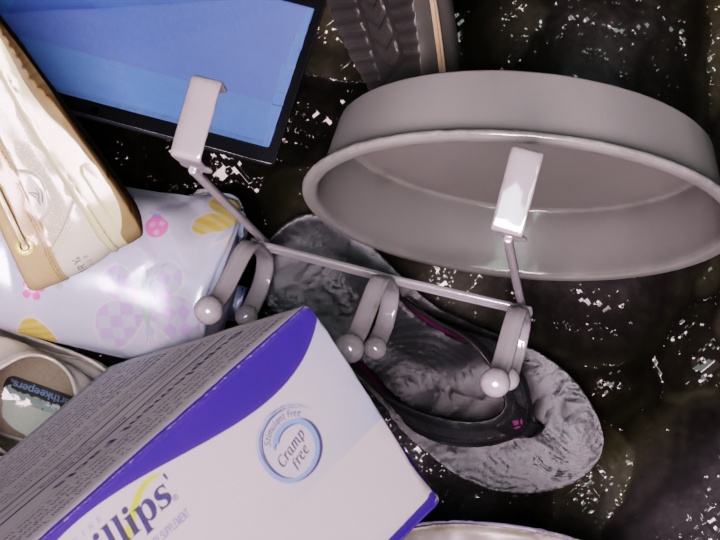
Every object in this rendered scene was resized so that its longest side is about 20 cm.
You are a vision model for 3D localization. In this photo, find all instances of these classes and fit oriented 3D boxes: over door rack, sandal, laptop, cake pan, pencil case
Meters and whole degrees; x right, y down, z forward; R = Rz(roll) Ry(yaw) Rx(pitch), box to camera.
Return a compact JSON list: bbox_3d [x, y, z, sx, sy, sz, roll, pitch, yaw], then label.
[{"bbox_3d":[0.000,0.000,0.760,0.147,0.200,0.067,13,70,10],"label":"over door rack"},{"bbox_3d":[0.032,0.048,0.872,0.200,0.048,0.076,34,96,-1],"label":"sandal"},{"bbox_3d":[-0.096,-0.176,0.824,0.176,0.103,0.202,15,107,0],"label":"laptop"},{"bbox_3d":[0.074,-0.041,0.797,0.198,0.200,0.037,6,74,2],"label":"cake pan"},{"bbox_3d":[-0.155,-0.012,0.858,0.198,0.083,0.092,12,88,1],"label":"pencil case"}]

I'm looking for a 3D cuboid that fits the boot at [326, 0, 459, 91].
[{"bbox_3d":[0.049,-0.180,0.813,0.137,0.077,0.202,-14,96,-31],"label":"boot"}]

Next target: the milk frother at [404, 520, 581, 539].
[{"bbox_3d":[0.081,0.246,0.859,0.179,0.200,0.190,12,67,-5],"label":"milk frother"}]

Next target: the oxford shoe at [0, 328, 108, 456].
[{"bbox_3d":[-0.215,0.053,0.881,0.198,0.058,0.076,15,101,3],"label":"oxford shoe"}]

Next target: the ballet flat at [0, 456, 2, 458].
[{"bbox_3d":[-0.210,0.116,0.844,0.199,0.069,0.070,22,97,-2],"label":"ballet flat"}]

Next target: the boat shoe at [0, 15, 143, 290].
[{"bbox_3d":[-0.176,-0.081,0.767,0.066,0.074,0.201,-36,91,-3],"label":"boat shoe"}]

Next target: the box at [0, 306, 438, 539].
[{"bbox_3d":[-0.101,0.120,0.744,0.184,0.200,0.105,-41,102,-32],"label":"box"}]
